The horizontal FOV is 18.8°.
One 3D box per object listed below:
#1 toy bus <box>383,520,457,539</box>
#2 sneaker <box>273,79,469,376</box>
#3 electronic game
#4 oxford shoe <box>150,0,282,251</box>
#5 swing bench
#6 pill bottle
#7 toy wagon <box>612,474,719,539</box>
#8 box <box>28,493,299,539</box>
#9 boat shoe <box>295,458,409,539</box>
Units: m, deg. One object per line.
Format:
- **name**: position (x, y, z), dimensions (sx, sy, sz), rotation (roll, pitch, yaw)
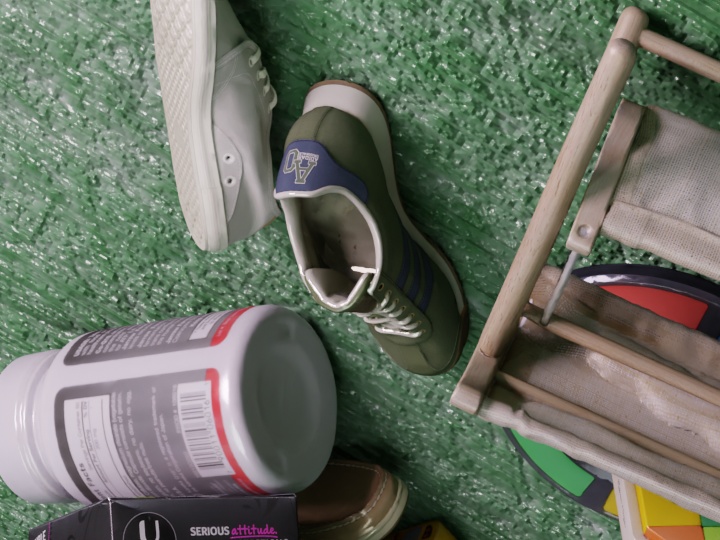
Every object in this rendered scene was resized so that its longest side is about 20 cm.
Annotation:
- **toy bus**: position (0.076, 0.259, 1.431), dimensions (0.078, 0.065, 0.200), rotation (-23, 116, 37)
- **sneaker**: position (0.000, 0.000, 1.212), dimensions (0.067, 0.090, 0.201), rotation (-3, 128, 27)
- **electronic game**: position (0.168, 0.076, 1.236), dimensions (0.198, 0.042, 0.201), rotation (14, 135, 14)
- **oxford shoe**: position (-0.076, -0.104, 1.184), dimensions (0.057, 0.075, 0.202), rotation (-15, 124, -15)
- **swing bench**: position (0.175, 0.009, 1.054), dimensions (0.197, 0.130, 0.201), rotation (25, 107, 4)
- **pill bottle**: position (-0.124, 0.089, 1.337), dimensions (0.198, 0.114, 0.114), rotation (-9, 126, 32)
- **toy wagon**: position (0.231, 0.115, 1.115), dimensions (0.198, 0.156, 0.040), rotation (-1, 140, -4)
- **box**: position (-0.114, 0.241, 1.279), dimensions (0.123, 0.202, 0.148), rotation (3, 166, -28)
- **boat shoe**: position (-0.063, 0.148, 1.390), dimensions (0.199, 0.074, 0.067), rotation (-12, 129, 33)
